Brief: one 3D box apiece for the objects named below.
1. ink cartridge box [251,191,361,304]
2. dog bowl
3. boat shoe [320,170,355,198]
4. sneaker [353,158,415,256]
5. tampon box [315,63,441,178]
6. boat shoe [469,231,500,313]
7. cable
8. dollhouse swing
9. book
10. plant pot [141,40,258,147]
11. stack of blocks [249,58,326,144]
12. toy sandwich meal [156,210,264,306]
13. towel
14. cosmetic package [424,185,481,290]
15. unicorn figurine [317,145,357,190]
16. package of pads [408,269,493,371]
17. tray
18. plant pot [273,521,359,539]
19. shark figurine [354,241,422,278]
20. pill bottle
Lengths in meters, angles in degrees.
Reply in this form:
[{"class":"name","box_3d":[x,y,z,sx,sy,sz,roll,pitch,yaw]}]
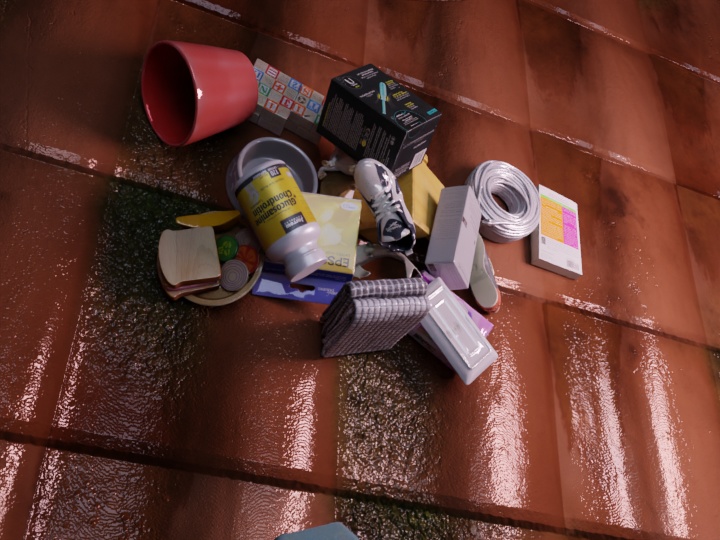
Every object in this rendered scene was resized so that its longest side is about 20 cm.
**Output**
[{"class":"ink cartridge box","box_3d":[-0.103,-0.046,1.462,0.192,0.047,0.206,7,77,-7]},{"class":"dog bowl","box_3d":[-0.175,-0.183,1.558,0.195,0.059,0.205,12,58,-20]},{"class":"boat shoe","box_3d":[-0.056,-0.139,1.591,0.069,0.071,0.202,13,43,11]},{"class":"sneaker","box_3d":[0.053,-0.112,1.466,0.130,0.078,0.203,-103,170,-63]},{"class":"tampon box","box_3d":[0.036,-0.303,1.559,0.199,0.128,0.149,38,41,17]},{"class":"boat shoe","box_3d":[0.258,-0.003,1.675,0.062,0.070,0.204,34,34,-61]},{"class":"cable","box_3d":[0.332,-0.160,1.793,0.195,0.069,0.205,16,56,-19]},{"class":"dollhouse swing","box_3d":[0.092,-0.140,1.683,0.177,0.177,0.205,-9,59,17]},{"class":"book","box_3d":[0.472,-0.092,1.841,0.131,0.048,0.205,18,58,-20]},{"class":"plant pot","box_3d":[-0.311,-0.358,1.515,0.175,0.200,0.203,-21,73,-43]},{"class":"stack of blocks","box_3d":[-0.163,-0.356,1.658,0.196,0.059,0.117,27,55,-11]},{"class":"toy sandwich meal","box_3d":[-0.273,-0.031,1.387,0.199,0.071,0.211,1,67,-2]},{"class":"towel","box_3d":[0.022,0.082,1.422,0.161,0.200,0.088,-4,65,-25]},{"class":"cosmetic package","box_3d":[0.200,-0.070,1.620,0.102,0.072,0.204,53,41,-47]},{"class":"unicorn figurine","box_3d":[-0.030,-0.230,1.605,0.198,0.075,0.137,36,36,9]},{"class":"package of pads","box_3d":[0.167,0.105,1.559,0.198,0.076,0.121,38,52,-2]},{"class":"tray","box_3d":[0.186,0.114,1.504,0.106,0.022,0.202,-33,83,-32]},{"class":"plant pot","box_3d":[-0.067,0.506,1.156,0.191,0.198,0.204,-3,56,-27]},{"class":"shark figurine","box_3d":[0.015,-0.016,1.536,0.208,0.090,0.132,-11,71,4]},{"class":"pill bottle","box_3d":[-0.141,-0.088,1.388,0.110,0.112,0.203,-25,82,-34]}]
